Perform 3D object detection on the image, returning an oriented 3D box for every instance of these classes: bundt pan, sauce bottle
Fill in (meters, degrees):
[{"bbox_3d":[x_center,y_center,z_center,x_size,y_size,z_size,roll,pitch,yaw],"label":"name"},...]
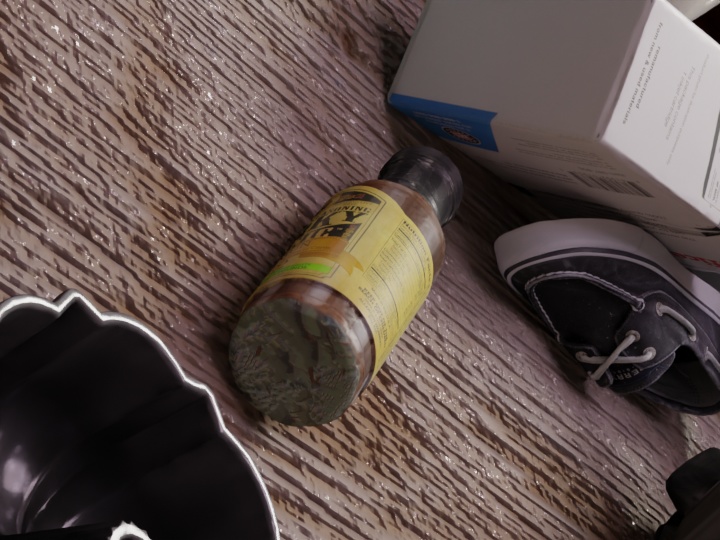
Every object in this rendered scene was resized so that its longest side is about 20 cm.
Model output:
[{"bbox_3d":[-0.104,0.113,0.965,0.202,0.075,0.203,40,37,-39],"label":"bundt pan"},{"bbox_3d":[0.000,0.000,1.258,0.065,0.064,0.200,59,26,-12],"label":"sauce bottle"}]

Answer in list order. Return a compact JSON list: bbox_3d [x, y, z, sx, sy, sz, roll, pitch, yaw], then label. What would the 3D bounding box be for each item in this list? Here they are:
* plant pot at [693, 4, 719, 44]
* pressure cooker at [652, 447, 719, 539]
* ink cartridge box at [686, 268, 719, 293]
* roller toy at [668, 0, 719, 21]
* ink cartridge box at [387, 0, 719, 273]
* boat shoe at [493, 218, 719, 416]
[{"bbox_3d":[0.280,-0.122,1.733,0.176,0.199,0.201,37,38,-60],"label":"plant pot"},{"bbox_3d":[0.242,0.164,1.424,0.178,0.200,0.177,14,56,-15],"label":"pressure cooker"},{"bbox_3d":[0.225,-0.006,1.538,0.050,0.162,0.201,7,54,-30],"label":"ink cartridge box"},{"bbox_3d":[0.137,-0.214,1.537,0.201,0.182,0.140,64,27,-3],"label":"roller toy"},{"bbox_3d":[0.135,-0.073,1.443,0.200,0.144,0.085,31,78,-46],"label":"ink cartridge box"},{"bbox_3d":[0.138,0.030,1.478,0.200,0.071,0.068,31,48,-52],"label":"boat shoe"}]
